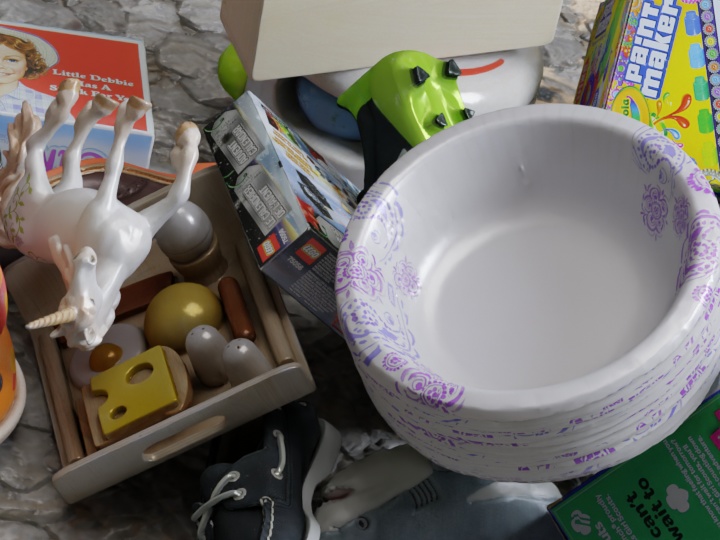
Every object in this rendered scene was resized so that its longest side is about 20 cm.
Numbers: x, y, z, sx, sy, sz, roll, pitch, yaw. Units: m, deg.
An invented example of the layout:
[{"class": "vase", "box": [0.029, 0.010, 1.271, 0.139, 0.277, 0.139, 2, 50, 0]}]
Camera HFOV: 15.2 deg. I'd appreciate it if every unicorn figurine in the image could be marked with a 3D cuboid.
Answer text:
[{"class": "unicorn figurine", "box": [-0.147, -0.029, 1.455, 0.074, 0.138, 0.200, 25, -5, -23]}]

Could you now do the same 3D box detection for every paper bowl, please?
[{"class": "paper bowl", "box": [0.093, 0.020, 1.391, 0.200, 0.105, 0.201, -9, 50, 11]}]

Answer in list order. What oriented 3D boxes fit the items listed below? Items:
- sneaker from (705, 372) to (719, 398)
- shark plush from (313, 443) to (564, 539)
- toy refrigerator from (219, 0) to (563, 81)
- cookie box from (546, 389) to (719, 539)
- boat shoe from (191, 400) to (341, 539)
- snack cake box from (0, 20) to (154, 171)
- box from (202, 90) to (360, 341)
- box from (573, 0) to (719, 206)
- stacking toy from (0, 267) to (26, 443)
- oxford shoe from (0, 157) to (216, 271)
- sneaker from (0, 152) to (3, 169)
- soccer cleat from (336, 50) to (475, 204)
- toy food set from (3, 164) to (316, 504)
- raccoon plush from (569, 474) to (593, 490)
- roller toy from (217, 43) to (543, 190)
[{"class": "sneaker", "box": [0.202, 0.040, 1.600, 0.080, 0.072, 0.200, 16, 11, -17]}, {"class": "shark plush", "box": [0.068, 0.148, 1.461, 0.200, 0.091, 0.084, 27, 49, -21]}, {"class": "toy refrigerator", "box": [0.021, -0.175, 1.629, 0.199, 0.076, 0.070, -9, 47, -19]}, {"class": "cookie box", "box": [0.224, 0.089, 1.426, 0.171, 0.200, 0.075, -16, 71, -53]}, {"class": "boat shoe", "box": [-0.059, 0.123, 1.393, 0.060, 0.076, 0.200, 42, 19, -13]}, {"class": "snack cake box", "box": [-0.232, -0.100, 1.665, 0.199, 0.067, 0.115, 7, 32, -13]}, {"class": "box", "box": [0.000, 0.000, 1.537, 0.200, 0.040, 0.137, 41, 15, -38]}, {"class": "box", "box": [0.242, -0.104, 1.737, 0.192, 0.122, 0.200, 15, -1, -1]}, {"class": "stacking toy", "box": [-0.234, -0.007, 1.404, 0.146, 0.201, 0.146, 11, 34, -7]}, {"class": "oxford shoe", "box": [-0.133, -0.019, 1.587, 0.199, 0.071, 0.073, -8, 47, -30]}, {"class": "sneaker", "box": [-0.273, -0.021, 1.524, 0.200, 0.087, 0.080, -34, 39, -26]}, {"class": "soccer cleat", "box": [0.044, -0.025, 1.520, 0.067, 0.081, 0.201, -7, 76, -44]}, {"class": "toy food set", "box": [-0.115, 0.030, 1.457, 0.143, 0.061, 0.200, -26, 35, 2]}, {"class": "raccoon plush", "box": [0.104, 0.060, 1.587, 0.096, 0.134, 0.201, 17, 67, -14]}, {"class": "roller toy", "box": [0.022, -0.113, 1.722, 0.199, 0.140, 0.183, 3, 36, -20]}]
